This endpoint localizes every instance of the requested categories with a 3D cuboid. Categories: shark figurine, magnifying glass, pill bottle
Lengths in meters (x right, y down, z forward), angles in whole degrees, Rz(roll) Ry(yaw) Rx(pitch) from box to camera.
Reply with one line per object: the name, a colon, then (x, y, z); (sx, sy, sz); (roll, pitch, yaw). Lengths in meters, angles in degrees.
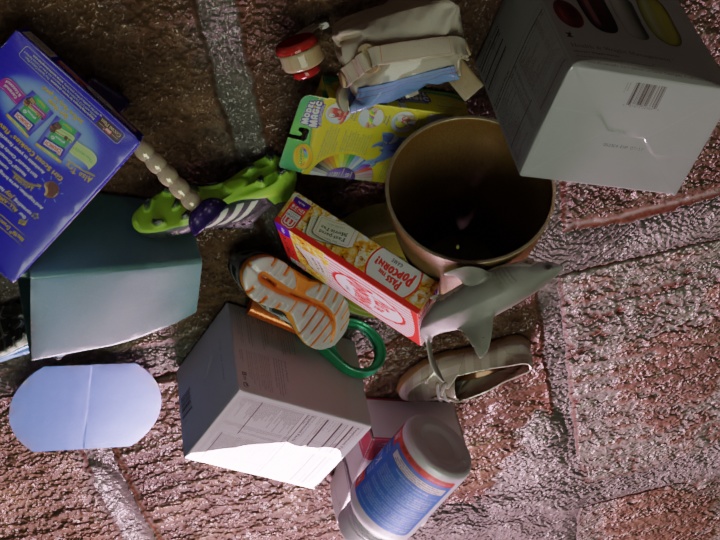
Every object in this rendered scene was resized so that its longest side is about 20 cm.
shark figurine: (0.113, 0.061, 1.433); (0.128, 0.090, 0.214); (1, 153, -40)
magnifying glass: (-0.056, 0.081, 1.727); (0.199, 0.080, 0.022); (22, 142, -17)
pill bottle: (0.054, 0.302, 1.820); (0.112, 0.112, 0.200); (21, 123, -30)

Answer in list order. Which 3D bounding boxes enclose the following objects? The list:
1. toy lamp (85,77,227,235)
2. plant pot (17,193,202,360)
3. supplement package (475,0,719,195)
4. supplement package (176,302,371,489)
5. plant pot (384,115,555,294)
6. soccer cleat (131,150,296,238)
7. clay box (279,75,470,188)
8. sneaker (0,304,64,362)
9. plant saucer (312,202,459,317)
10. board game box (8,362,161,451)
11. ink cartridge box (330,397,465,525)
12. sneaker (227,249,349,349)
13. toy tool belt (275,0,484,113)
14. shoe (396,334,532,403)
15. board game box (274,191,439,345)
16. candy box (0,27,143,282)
toy lamp: (-0.232, -0.126, 1.433); (0.058, 0.058, 0.200); (-39, 100, 25)
plant pot: (-0.293, -0.003, 1.538); (0.199, 0.142, 0.142); (-6, 136, -18)
supplement package: (0.254, -0.208, 1.412); (0.191, 0.200, 0.147); (6, 132, -19)
supplement package: (-0.116, 0.168, 1.734); (0.199, 0.152, 0.151); (19, 128, -29)
plant pot: (0.119, -0.044, 1.517); (0.186, 0.187, 0.200); (-9, 152, -5)
soccer cleat: (-0.165, -0.071, 1.527); (0.199, 0.068, 0.081); (-21, 143, -13)
clay box: (0.012, -0.159, 1.512); (0.199, 0.048, 0.115); (6, 134, -19)
sneaker: (-0.401, 0.087, 1.642); (0.199, 0.079, 0.090); (-17, 139, 4)
plant saucer: (0.038, -0.004, 1.686); (0.199, 0.031, 0.200); (-7, 136, -6)
board game box: (-0.368, 0.171, 1.762); (0.199, 0.039, 0.158); (-2, 130, -19)
ink cartridge box: (0.050, 0.285, 1.940); (0.146, 0.083, 0.200); (5, 132, -18)
sneaker: (-0.088, 0.030, 1.658); (0.078, 0.077, 0.200); (-53, 129, -7)
toy tool belt: (0.022, -0.211, 1.397); (0.199, 0.125, 0.123); (-17, 114, 5)
shoe: (0.146, 0.146, 1.844); (0.199, 0.053, 0.070); (-20, 135, 7)
board game box: (0.000, 0.000, 1.544); (0.046, 0.200, 0.152); (-55, 167, -12)
candy box: (-0.352, -0.119, 1.360); (0.169, 0.077, 0.200); (43, 94, -10)
